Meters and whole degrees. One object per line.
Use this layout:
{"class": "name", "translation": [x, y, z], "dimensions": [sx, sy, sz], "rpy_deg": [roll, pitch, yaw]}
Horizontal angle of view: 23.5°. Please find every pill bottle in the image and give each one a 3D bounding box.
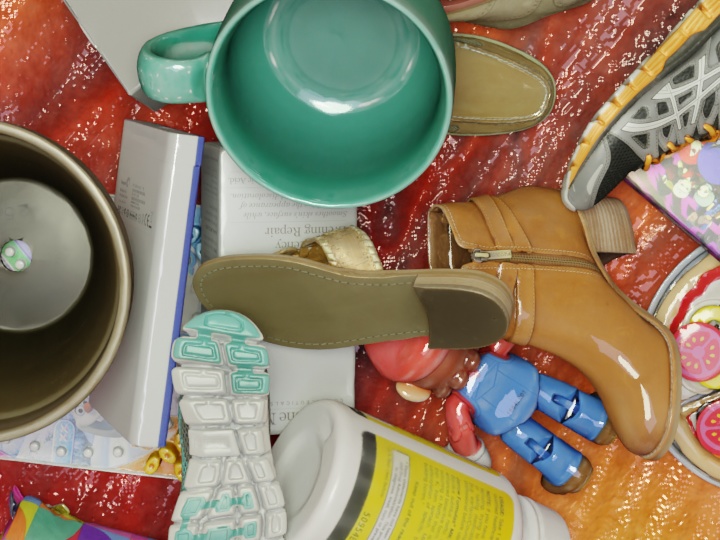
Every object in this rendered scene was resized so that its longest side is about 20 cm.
{"class": "pill bottle", "translation": [0.038, 0.173, 1.173], "dimensions": [0.200, 0.114, 0.115], "rpy_deg": [26, 96, -24]}

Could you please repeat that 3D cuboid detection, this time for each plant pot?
{"class": "plant pot", "translation": [-0.238, -0.001, 1.133], "dimensions": [0.199, 0.174, 0.201], "rpy_deg": [0, 96, 0]}

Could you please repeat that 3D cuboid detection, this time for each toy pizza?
{"class": "toy pizza", "translation": [0.299, 0.066, 1.245], "dimensions": [0.199, 0.032, 0.201], "rpy_deg": [0, 96, -1]}

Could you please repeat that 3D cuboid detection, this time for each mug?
{"class": "mug", "translation": [-0.028, -0.139, 1.096], "dimensions": [0.185, 0.115, 0.152], "rpy_deg": [33, 116, -12]}

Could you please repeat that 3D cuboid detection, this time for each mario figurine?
{"class": "mario figurine", "translation": [0.085, 0.072, 1.234], "dimensions": [0.200, 0.106, 0.124], "rpy_deg": [35, 52, -13]}

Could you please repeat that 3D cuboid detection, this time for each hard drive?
{"class": "hard drive", "translation": [-0.144, 0.004, 1.157], "dimensions": [0.025, 0.132, 0.201], "rpy_deg": [5, 97, -23]}

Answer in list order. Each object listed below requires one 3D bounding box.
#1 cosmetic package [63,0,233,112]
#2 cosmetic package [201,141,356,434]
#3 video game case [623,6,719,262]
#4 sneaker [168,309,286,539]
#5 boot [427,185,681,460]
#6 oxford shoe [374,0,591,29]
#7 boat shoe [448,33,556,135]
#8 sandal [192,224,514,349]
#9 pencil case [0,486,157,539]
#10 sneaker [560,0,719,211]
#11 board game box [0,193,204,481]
{"class": "cosmetic package", "translation": [-0.098, -0.208, 1.176], "dimensions": [0.200, 0.090, 0.107], "rpy_deg": [-34, 83, 6]}
{"class": "cosmetic package", "translation": [-0.057, 0.011, 1.202], "dimensions": [0.101, 0.074, 0.201], "rpy_deg": [-3, 98, -15]}
{"class": "video game case", "translation": [0.286, -0.094, 1.209], "dimensions": [0.200, 0.036, 0.181], "rpy_deg": [41, 94, 5]}
{"class": "sneaker", "translation": [-0.085, 0.125, 1.126], "dimensions": [0.077, 0.091, 0.201], "rpy_deg": [3, 91, -3]}
{"class": "boot", "translation": [0.126, 0.039, 1.174], "dimensions": [0.154, 0.074, 0.201], "rpy_deg": [-2, 65, -30]}
{"class": "oxford shoe", "translation": [0.076, -0.187, 1.188], "dimensions": [0.199, 0.075, 0.071], "rpy_deg": [-10, 56, -3]}
{"class": "boat shoe", "translation": [0.039, -0.132, 1.197], "dimensions": [0.199, 0.076, 0.072], "rpy_deg": [7, 96, -2]}
{"class": "sandal", "translation": [0.001, 0.004, 1.142], "dimensions": [0.211, 0.070, 0.078], "rpy_deg": [5, 132, 16]}
{"class": "pencil case", "translation": [-0.168, 0.221, 1.231], "dimensions": [0.199, 0.088, 0.089], "rpy_deg": [21, 96, -3]}
{"class": "sneaker", "translation": [0.213, -0.110, 1.162], "dimensions": [0.077, 0.078, 0.200], "rpy_deg": [43, 93, 2]}
{"class": "board game box", "translation": [-0.206, 0.044, 1.239], "dimensions": [0.199, 0.026, 0.201], "rpy_deg": [7, 96, -2]}
